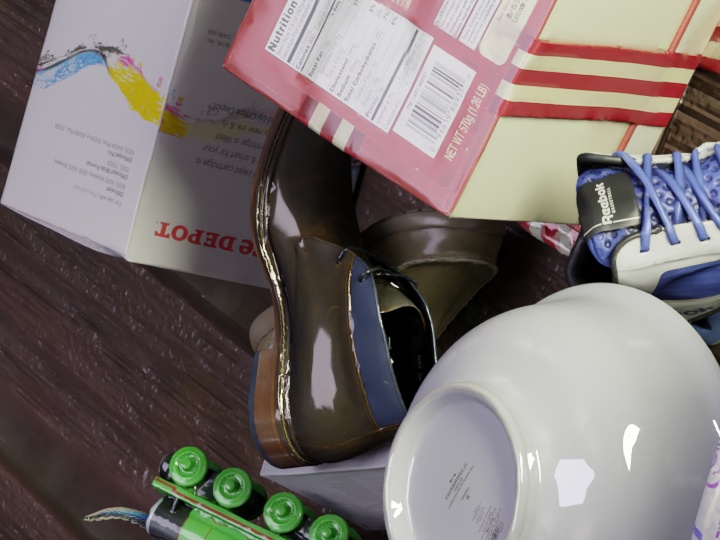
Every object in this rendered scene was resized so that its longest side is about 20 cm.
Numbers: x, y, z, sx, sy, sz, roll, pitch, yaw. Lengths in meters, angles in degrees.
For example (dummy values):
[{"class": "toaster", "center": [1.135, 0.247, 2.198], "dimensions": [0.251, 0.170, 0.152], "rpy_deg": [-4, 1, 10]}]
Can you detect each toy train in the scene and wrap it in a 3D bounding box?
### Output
[{"class": "toy train", "center": [-0.029, 0.154, 1.533], "dimensions": [0.200, 0.042, 0.056], "rpy_deg": [23, 79, 21]}]

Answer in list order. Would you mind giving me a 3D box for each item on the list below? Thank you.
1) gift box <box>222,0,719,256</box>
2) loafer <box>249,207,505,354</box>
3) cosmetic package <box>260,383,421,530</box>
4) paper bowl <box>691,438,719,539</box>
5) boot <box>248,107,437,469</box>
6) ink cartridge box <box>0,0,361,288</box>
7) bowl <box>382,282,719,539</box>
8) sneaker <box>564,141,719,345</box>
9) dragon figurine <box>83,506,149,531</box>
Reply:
[{"class": "gift box", "center": [0.075, -0.114, 1.439], "dimensions": [0.200, 0.187, 0.185], "rpy_deg": [40, 110, 27]}, {"class": "loafer", "center": [0.013, 0.027, 1.563], "dimensions": [0.200, 0.076, 0.068], "rpy_deg": [-37, 56, 49]}, {"class": "cosmetic package", "center": [0.045, 0.095, 1.489], "dimensions": [0.200, 0.083, 0.051], "rpy_deg": [-8, 57, 49]}, {"class": "paper bowl", "center": [0.215, 0.067, 1.173], "dimensions": [0.104, 0.201, 0.201], "rpy_deg": [20, 98, 17]}, {"class": "boot", "center": [0.000, 0.000, 1.475], "dimensions": [0.097, 0.075, 0.200], "rpy_deg": [-6, 79, 39]}, {"class": "ink cartridge box", "center": [-0.090, -0.103, 1.657], "dimensions": [0.145, 0.147, 0.200], "rpy_deg": [21, 96, 51]}, {"class": "bowl", "center": [0.073, 0.102, 1.309], "dimensions": [0.201, 0.090, 0.201], "rpy_deg": [-12, 75, 51]}, {"class": "sneaker", "center": [0.167, -0.028, 1.353], "dimensions": [0.199, 0.115, 0.081], "rpy_deg": [-38, 54, 38]}, {"class": "dragon figurine", "center": [-0.070, 0.204, 1.561], "dimensions": [0.059, 0.200, 0.099], "rpy_deg": [-40, 14, 34]}]
